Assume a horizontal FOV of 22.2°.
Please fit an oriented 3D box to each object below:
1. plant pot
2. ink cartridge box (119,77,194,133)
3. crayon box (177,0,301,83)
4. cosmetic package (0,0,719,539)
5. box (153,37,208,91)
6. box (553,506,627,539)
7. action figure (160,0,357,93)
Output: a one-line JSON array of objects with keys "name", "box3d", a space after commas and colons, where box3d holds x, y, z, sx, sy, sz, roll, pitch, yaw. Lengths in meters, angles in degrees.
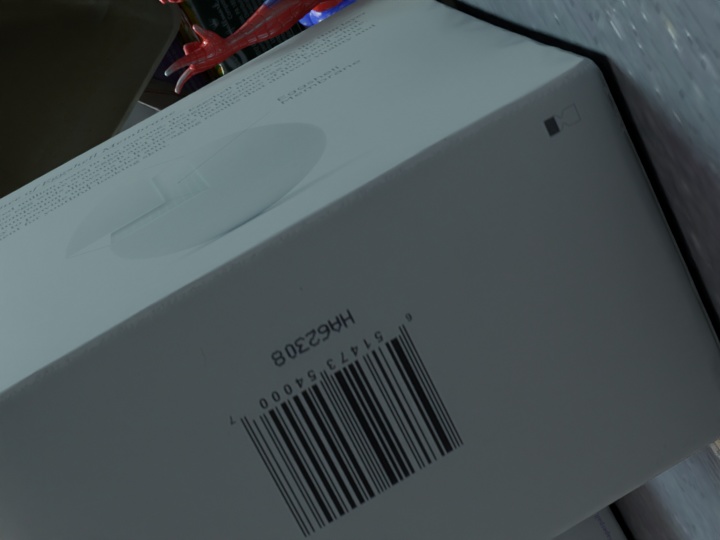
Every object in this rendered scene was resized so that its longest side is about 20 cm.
[{"name": "plant pot", "box3d": [-0.246, -0.115, 0.914, 0.176, 0.201, 0.200, 24, 170, 32]}, {"name": "ink cartridge box", "box3d": [-0.150, -0.081, 1.056, 0.199, 0.068, 0.116, 21, -168, 29]}, {"name": "crayon box", "box3d": [-0.089, -0.165, 1.033, 0.128, 0.051, 0.200, 63, 175, -26]}, {"name": "cosmetic package", "box3d": [-0.023, 0.018, 0.573, 0.124, 0.198, 0.200, 63, 174, -21]}, {"name": "box", "box3d": [-0.108, -0.134, 1.199, 0.137, 0.039, 0.201, 28, -154, -58]}, {"name": "box", "box3d": [0.032, 0.072, 0.865, 0.201, 0.101, 0.112, 61, 175, -2]}, {"name": "action figure", "box3d": [-0.036, -0.092, 0.705, 0.065, 0.099, 0.200, 58, 171, 22]}]
